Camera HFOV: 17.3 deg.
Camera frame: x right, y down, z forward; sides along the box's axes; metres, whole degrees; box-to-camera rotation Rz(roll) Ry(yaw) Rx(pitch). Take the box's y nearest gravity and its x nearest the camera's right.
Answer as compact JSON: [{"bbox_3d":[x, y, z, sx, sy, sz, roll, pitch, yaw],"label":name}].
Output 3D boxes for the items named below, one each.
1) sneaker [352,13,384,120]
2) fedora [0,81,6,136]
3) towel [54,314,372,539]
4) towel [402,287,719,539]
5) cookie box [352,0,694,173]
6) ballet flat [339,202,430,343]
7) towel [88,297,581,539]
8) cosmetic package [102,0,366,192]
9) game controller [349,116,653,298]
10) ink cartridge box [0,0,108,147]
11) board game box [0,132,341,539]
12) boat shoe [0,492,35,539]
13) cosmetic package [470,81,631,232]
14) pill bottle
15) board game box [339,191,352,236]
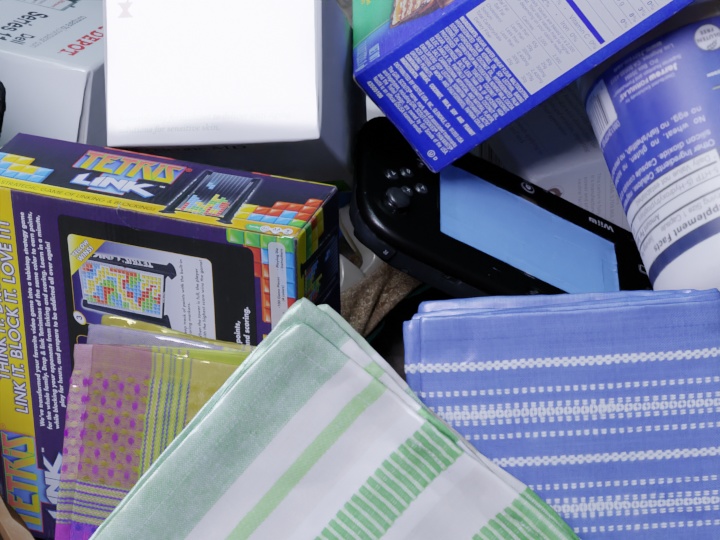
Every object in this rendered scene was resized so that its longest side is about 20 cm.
[{"bbox_3d":[0.082,-0.136,1.407,0.199,0.089,0.077,-7,39,-2],"label":"sneaker"},{"bbox_3d":[-0.229,-0.046,1.112,0.091,0.201,0.201,31,43,-5],"label":"fedora"},{"bbox_3d":[-0.068,0.126,1.054,0.143,0.201,0.023,6,2,18],"label":"towel"},{"bbox_3d":[0.096,0.109,1.049,0.144,0.201,0.024,-4,4,1],"label":"towel"},{"bbox_3d":[0.094,-0.167,1.218,0.200,0.075,0.171,-33,27,19],"label":"cookie box"},{"bbox_3d":[0.000,0.000,1.260,0.070,0.065,0.200,-17,19,50],"label":"ballet flat"},{"bbox_3d":[0.003,0.130,1.013,0.153,0.200,0.023,-49,7,-3],"label":"towel"},{"bbox_3d":[-0.058,-0.090,1.195,0.107,0.085,0.200,-1,-4,8],"label":"cosmetic package"},{"bbox_3d":[0.083,-0.012,1.221,0.200,0.042,0.104,25,44,-18],"label":"game controller"},{"bbox_3d":[-0.216,-0.107,1.284,0.200,0.083,0.147,14,20,10],"label":"ink cartridge box"},{"bbox_3d":[-0.093,0.045,1.119,0.165,0.200,0.057,12,32,19],"label":"board game box"},{"bbox_3d":[-0.202,0.096,1.079,0.070,0.200,0.070,-30,19,-15],"label":"boat shoe"},{"bbox_3d":[0.166,-0.076,1.340,0.200,0.074,0.102,-15,40,-14],"label":"cosmetic package"},{"bbox_3d":[0.195,-0.035,1.203,0.119,0.120,0.200,-15,71,-11],"label":"pill bottle"},{"bbox_3d":[-0.125,-0.020,1.308,0.200,0.037,0.151,-31,41,-28],"label":"board game box"}]
